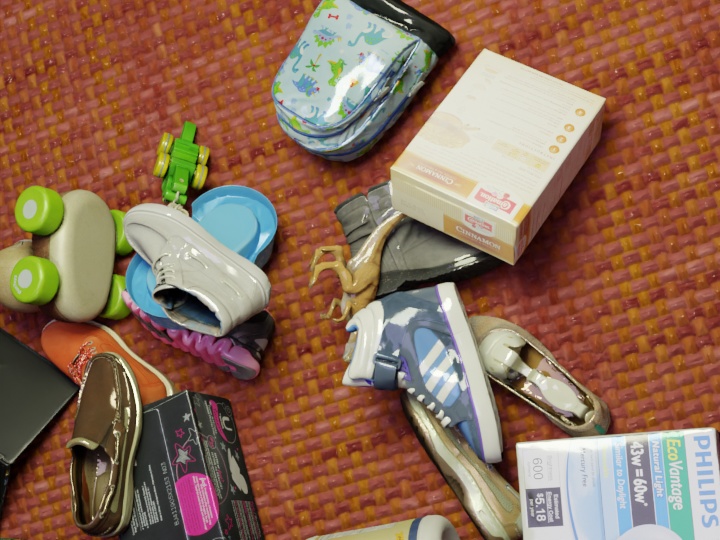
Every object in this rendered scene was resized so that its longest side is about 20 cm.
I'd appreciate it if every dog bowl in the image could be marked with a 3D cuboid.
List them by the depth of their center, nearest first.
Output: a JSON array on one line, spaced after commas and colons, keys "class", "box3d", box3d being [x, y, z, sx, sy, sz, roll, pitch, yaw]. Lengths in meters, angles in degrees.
[{"class": "dog bowl", "box3d": [-0.180, -0.012, 1.498, 0.111, 0.050, 0.200, 35, 66, 24]}]

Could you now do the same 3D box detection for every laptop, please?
[{"class": "laptop", "box3d": [-0.472, 0.197, 1.621, 0.187, 0.116, 0.201, 30, 119, 22]}]

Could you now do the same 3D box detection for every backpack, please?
[{"class": "backpack", "box3d": [-0.014, -0.225, 1.482, 0.163, 0.154, 0.200, 36, 106, 14]}]

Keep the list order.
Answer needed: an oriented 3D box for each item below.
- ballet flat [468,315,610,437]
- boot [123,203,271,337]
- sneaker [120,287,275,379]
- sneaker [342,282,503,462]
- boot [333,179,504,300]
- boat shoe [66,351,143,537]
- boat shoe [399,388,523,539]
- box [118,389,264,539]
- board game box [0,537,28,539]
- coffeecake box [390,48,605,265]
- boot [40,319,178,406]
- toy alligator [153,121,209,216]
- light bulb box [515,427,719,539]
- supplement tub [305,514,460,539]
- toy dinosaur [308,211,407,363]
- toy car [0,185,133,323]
[{"class": "ballet flat", "box3d": [0.182, 0.108, 1.381, 0.200, 0.067, 0.068, 33, 92, 21]}, {"class": "boot", "box3d": [-0.200, -0.001, 1.404, 0.199, 0.096, 0.074, 28, 127, 19]}, {"class": "sneaker", "box3d": [-0.188, 0.050, 1.524, 0.199, 0.079, 0.096, 24, 73, 18]}, {"class": "sneaker", "box3d": [0.059, 0.121, 1.361, 0.146, 0.081, 0.201, -18, 83, 8]}, {"class": "boot", "box3d": [0.068, -0.048, 1.447, 0.199, 0.070, 0.132, -15, 77, 15]}, {"class": "boat shoe", "box3d": [-0.282, 0.186, 1.402, 0.074, 0.075, 0.203, -10, 75, 18]}, {"class": "boat shoe", "box3d": [0.120, 0.201, 1.393, 0.076, 0.072, 0.200, -33, 78, -5]}, {"class": "box", "box3d": [-0.202, 0.255, 1.461, 0.132, 0.115, 0.201, -22, 72, 15]}, {"class": "board game box", "box3d": [-0.375, 0.377, 1.542, 0.199, 0.023, 0.105, 1, 85, 19]}, {"class": "coffeecake box", "box3d": [0.148, -0.125, 1.388, 0.153, 0.073, 0.200, 27, 61, 21]}, {"class": "boot", "box3d": [-0.317, 0.109, 1.533, 0.199, 0.107, 0.075, 28, 91, 23]}, {"class": "toy alligator", "box3d": [-0.218, -0.104, 1.534, 0.059, 0.200, 0.054, 17, 128, -16]}, {"class": "light bulb box", "box3d": [0.272, 0.265, 1.291, 0.199, 0.125, 0.199, -8, 77, 18]}, {"class": "supplement tub", "box3d": [0.008, 0.344, 1.357, 0.199, 0.144, 0.145, -14, 76, 16]}, {"class": "toy dinosaur", "box3d": [0.000, 0.000, 1.423, 0.106, 0.060, 0.201, 17, 90, -11]}, {"class": "toy car", "box3d": [-0.396, -0.012, 1.563, 0.199, 0.164, 0.159, -5, 78, 31]}]
